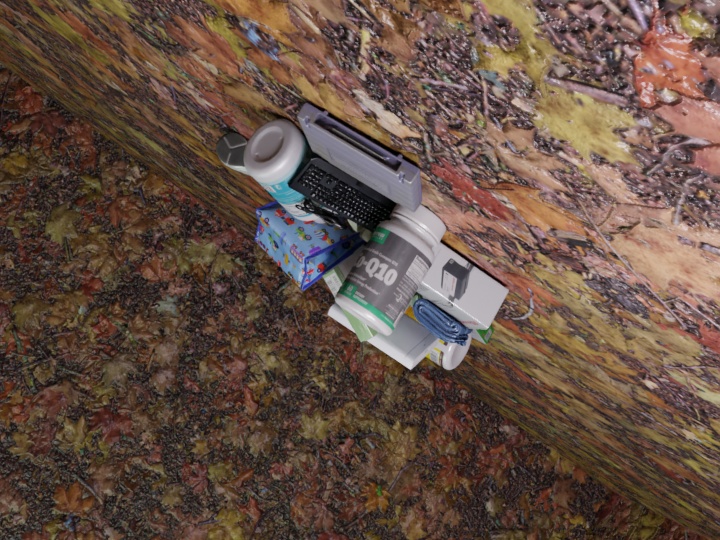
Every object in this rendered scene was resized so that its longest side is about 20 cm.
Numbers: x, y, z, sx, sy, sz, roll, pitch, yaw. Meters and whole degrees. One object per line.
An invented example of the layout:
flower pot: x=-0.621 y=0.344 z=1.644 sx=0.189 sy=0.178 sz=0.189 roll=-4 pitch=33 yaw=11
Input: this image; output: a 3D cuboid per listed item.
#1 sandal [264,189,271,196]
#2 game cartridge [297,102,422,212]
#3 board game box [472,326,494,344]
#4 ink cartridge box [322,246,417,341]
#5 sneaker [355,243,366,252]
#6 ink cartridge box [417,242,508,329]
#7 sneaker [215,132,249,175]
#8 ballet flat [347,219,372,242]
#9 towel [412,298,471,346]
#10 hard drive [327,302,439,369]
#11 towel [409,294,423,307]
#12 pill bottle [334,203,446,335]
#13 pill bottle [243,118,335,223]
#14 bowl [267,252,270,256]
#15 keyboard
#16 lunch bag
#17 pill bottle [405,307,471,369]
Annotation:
sandal: x=-0.200 y=-0.200 z=1.555 sx=0.075 sy=0.043 sz=0.200 roll=35 pitch=172 yaw=-10
game cartridge: x=0.003 y=-0.165 z=0.999 sx=0.197 sy=0.039 sz=0.130 roll=33 pitch=176 yaw=13
board game box: x=0.213 y=0.092 z=1.617 sx=0.198 sy=0.041 sz=0.153 roll=29 pitch=170 yaw=31
ink cartridge box: x=0.034 y=0.023 z=1.303 sx=0.048 sy=0.199 sz=0.148 roll=-28 pitch=95 yaw=49
sneaker: x=0.000 y=-0.001 z=1.386 sx=0.199 sy=0.116 sz=0.080 roll=46 pitch=155 yaw=-16
ink cartridge box: x=0.156 y=0.017 z=1.248 sx=0.198 sy=0.085 sz=0.145 roll=34 pitch=174 yaw=-3
sneaker: x=-0.223 y=-0.223 z=1.426 sx=0.197 sy=0.071 sz=0.080 roll=30 pitch=174 yaw=22
ballet flat: x=0.015 y=-0.093 z=1.238 sx=0.067 sy=0.068 sz=0.200 roll=27 pitch=169 yaw=39
towel: x=0.166 y=0.105 z=1.365 sx=0.111 sy=0.049 sz=0.199 roll=38 pitch=-173 yaw=18
hard drive: x=0.049 y=0.109 z=1.339 sx=0.197 sy=0.027 sz=0.131 roll=31 pitch=-150 yaw=19
towel: x=0.058 y=0.007 z=1.482 sx=0.198 sy=0.023 sz=0.156 roll=10 pitch=123 yaw=57
pill bottle: x=0.052 y=-0.007 z=1.110 sx=0.112 sy=0.203 sz=0.113 roll=31 pitch=172 yaw=5
pill bottle: x=-0.108 y=-0.161 z=1.175 sx=0.109 sy=0.112 sz=0.200 roll=27 pitch=170 yaw=36
bowl: x=-0.113 y=-0.104 z=1.456 sx=0.198 sy=0.197 sz=0.111 roll=23 pitch=126 yaw=49
keyboard: x=-0.029 y=-0.105 z=1.126 sx=0.197 sy=0.104 sz=0.040 roll=26 pitch=-140 yaw=-32
lunch bag: x=-0.082 y=-0.085 z=1.299 sx=0.150 sy=0.198 sz=0.095 roll=43 pitch=146 yaw=21
pill bottle: x=0.154 y=0.138 z=1.579 sx=0.198 sy=0.111 sz=0.109 roll=29 pitch=171 yaw=30
